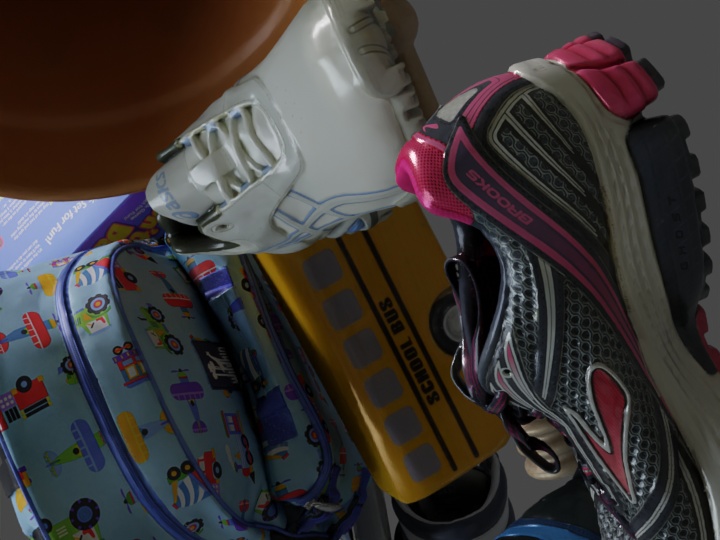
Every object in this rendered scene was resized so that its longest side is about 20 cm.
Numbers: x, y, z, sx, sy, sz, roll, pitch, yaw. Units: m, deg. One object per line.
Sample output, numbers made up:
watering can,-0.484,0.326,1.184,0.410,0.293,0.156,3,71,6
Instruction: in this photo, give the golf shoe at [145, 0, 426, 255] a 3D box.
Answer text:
golf shoe,-0.031,-0.040,0.603,0.079,0.096,0.200,65,166,10

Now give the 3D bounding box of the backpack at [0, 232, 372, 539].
backpack,-0.093,0.063,0.755,0.184,0.134,0.200,66,-171,16

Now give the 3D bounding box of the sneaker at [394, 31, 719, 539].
sneaker,0.067,0.033,0.489,0.081,0.074,0.202,35,146,67

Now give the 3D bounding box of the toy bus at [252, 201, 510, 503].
toy bus,0.000,0.000,0.750,0.201,0.078,0.065,62,169,-11

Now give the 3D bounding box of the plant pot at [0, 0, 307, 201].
plant pot,-0.118,-0.143,0.666,0.201,0.198,0.141,77,175,-58

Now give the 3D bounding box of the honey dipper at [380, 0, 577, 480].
honey dipper,0.047,-0.014,0.629,0.202,0.038,0.038,68,168,-15

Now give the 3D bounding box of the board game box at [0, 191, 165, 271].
board game box,-0.156,-0.064,0.873,0.045,0.200,0.135,19,-147,-56

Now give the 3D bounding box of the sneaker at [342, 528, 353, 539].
sneaker,-0.059,0.188,1.008,0.074,0.117,0.202,-100,2,-53

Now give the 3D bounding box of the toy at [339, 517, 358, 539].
toy,-0.048,0.106,0.905,0.200,0.047,0.115,41,160,15

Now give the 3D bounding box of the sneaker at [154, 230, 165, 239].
sneaker,-0.148,0.020,0.947,0.104,0.198,0.061,33,-131,-46

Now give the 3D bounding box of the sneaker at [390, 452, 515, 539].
sneaker,0.051,0.145,0.935,0.200,0.069,0.110,-126,18,-74

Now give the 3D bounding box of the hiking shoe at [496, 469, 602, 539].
hiking shoe,0.115,0.151,0.558,0.200,0.086,0.075,49,165,46

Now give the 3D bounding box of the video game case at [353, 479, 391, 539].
video game case,0.002,0.139,1.010,0.182,0.023,0.202,-122,23,-85
